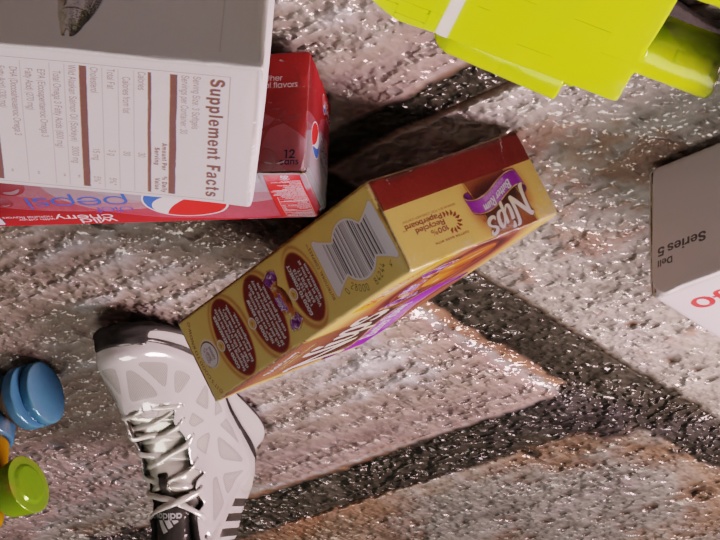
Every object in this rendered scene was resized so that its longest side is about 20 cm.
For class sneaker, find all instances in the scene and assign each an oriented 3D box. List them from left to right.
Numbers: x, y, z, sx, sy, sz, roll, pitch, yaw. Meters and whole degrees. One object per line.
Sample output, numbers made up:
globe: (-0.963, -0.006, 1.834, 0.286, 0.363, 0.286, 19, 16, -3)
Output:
sneaker: (-0.116, 0.118, 1.429, 0.075, 0.116, 0.201, -7, 149, 19)

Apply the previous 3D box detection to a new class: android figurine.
android figurine: (0.081, -0.144, 0.990, 0.199, 0.041, 0.182, 20, 147, -2)

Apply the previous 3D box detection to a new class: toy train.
toy train: (-0.250, 0.158, 1.433, 0.115, 0.201, 0.085, -21, 143, 29)

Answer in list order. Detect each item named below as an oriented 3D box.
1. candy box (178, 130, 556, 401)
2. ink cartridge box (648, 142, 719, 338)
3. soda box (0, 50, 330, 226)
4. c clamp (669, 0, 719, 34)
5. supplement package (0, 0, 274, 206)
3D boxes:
candy box: (0.000, 0.000, 1.212, 0.116, 0.057, 0.200, -21, 169, -41)
ink cartridge box: (0.271, -0.004, 1.199, 0.145, 0.085, 0.200, -23, 142, 38)
soda box: (-0.118, -0.067, 1.142, 0.199, 0.070, 0.063, -1, 159, 8)
c clamp: (0.196, -0.155, 1.005, 0.170, 0.027, 0.200, 19, 146, -35)
supplement package: (-0.140, -0.115, 1.013, 0.199, 0.118, 0.118, 5, 149, -3)
